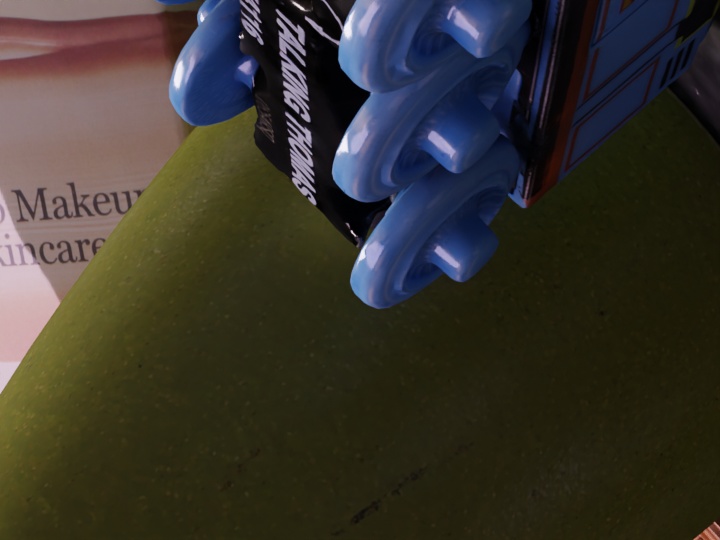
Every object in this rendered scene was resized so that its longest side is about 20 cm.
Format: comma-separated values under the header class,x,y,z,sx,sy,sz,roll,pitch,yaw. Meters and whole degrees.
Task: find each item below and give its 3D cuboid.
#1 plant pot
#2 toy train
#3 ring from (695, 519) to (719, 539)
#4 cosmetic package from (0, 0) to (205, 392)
class,x,y,z,sx,sy,sz,roll,pitch,yaw
plant pot,-0.017,0.050,0.530,0.187,0.200,0.188,30,142,27
toy train,0.020,-0.071,0.389,0.087,0.114,0.200,45,166,15
ring,0.124,0.132,0.750,0.201,0.019,0.201,51,163,22
cosmetic package,-0.075,-0.019,0.673,0.087,0.103,0.201,-35,-63,-63
